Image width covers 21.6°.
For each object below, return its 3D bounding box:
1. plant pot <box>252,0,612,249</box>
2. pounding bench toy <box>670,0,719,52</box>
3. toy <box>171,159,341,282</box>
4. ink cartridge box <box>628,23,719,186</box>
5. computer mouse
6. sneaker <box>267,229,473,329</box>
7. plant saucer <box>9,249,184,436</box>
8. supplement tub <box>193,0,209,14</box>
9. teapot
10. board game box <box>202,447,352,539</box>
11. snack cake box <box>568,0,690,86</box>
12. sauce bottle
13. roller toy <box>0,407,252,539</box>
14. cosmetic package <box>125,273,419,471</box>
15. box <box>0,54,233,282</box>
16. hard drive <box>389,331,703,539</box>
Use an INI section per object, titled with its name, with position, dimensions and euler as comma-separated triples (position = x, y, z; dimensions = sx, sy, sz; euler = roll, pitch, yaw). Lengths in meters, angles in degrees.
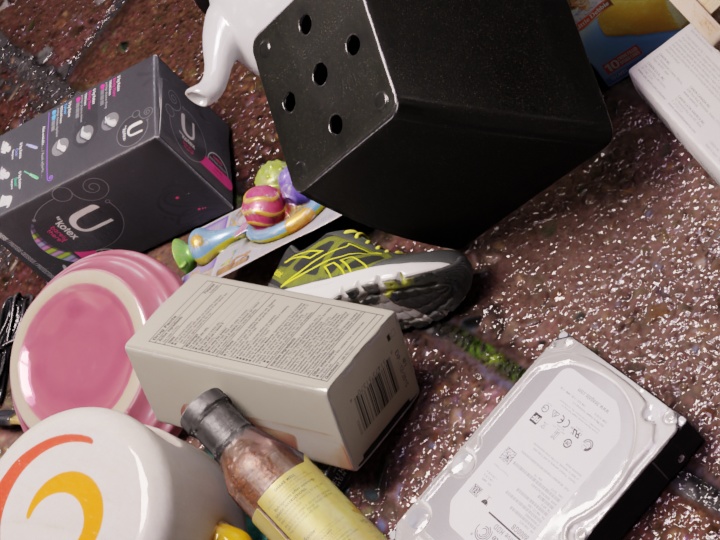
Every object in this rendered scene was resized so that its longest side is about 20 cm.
[plant pot]
position = 0.039, -0.144, 1.426
dimensions = 0.200, 0.177, 0.200
euler = -35, 64, 44
[pounding bench toy]
position = 0.295, -0.225, 1.328
dimensions = 0.156, 0.124, 0.200
euler = -43, 80, 13
[toy]
position = -0.080, -0.058, 1.607
dimensions = 0.200, 0.047, 0.115
euler = -30, 26, 23
[ink cartridge box]
position = 0.322, -0.154, 1.403
dimensions = 0.200, 0.050, 0.161
euler = -36, 45, 4
[computer mouse]
position = -0.277, 0.072, 1.687
dimensions = 0.200, 0.046, 0.141
euler = -1, 59, 36
[sneaker]
position = 0.000, 0.000, 1.510
dimensions = 0.200, 0.074, 0.085
euler = -11, 54, 31
[plant saucer]
position = -0.226, 0.078, 1.602
dimensions = 0.200, 0.051, 0.201
euler = -9, 74, 31
[supplement tub]
position = -0.092, -0.333, 1.792
dimensions = 0.107, 0.107, 0.200
euler = -8, 56, 33
[teapot]
position = -0.028, -0.217, 1.625
dimensions = 0.200, 0.197, 0.146
euler = -33, 62, 33
[board game box]
position = -0.099, 0.207, 1.471
dimensions = 0.135, 0.028, 0.200
euler = 15, 70, 43
[snack cake box]
position = 0.243, -0.248, 1.473
dimensions = 0.200, 0.115, 0.067
euler = -32, 46, 15
[sauce bottle]
position = -0.053, 0.166, 1.387
dimensions = 0.066, 0.066, 0.200
euler = -45, 71, 2
[roller toy]
position = -0.183, 0.202, 1.417
dimensions = 0.200, 0.140, 0.183
euler = -32, 57, 17
[cosmetic package]
position = -0.068, 0.076, 1.466
dimensions = 0.200, 0.087, 0.103
euler = 12, 44, 35
[box]
position = -0.230, -0.086, 1.709
dimensions = 0.200, 0.122, 0.106
euler = -25, 48, 22
[hard drive]
position = 0.128, 0.153, 1.333
dimensions = 0.200, 0.038, 0.140
euler = -49, 44, -2
